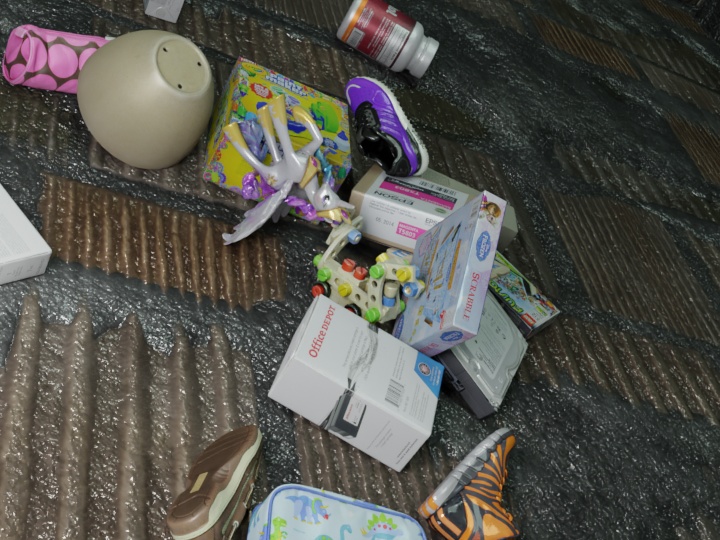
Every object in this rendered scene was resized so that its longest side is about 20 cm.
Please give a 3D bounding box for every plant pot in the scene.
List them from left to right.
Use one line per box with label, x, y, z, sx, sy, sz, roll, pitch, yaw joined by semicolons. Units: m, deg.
plant pot;-0.289;-0.264;1.468;0.199;0.134;0.203;16;63;-34

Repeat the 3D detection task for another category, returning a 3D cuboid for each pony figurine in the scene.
pony figurine;-0.112;-0.131;1.444;0.166;0.192;0.202;-38;104;-50

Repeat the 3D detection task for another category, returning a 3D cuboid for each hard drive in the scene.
hard drive;0.177;0.110;1.513;0.140;0.038;0.200;53;34;-7

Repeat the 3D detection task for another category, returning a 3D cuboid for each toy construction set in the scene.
toy construction set;0.000;0.000;1.439;0.091;0.132;0.200;-3;36;-38

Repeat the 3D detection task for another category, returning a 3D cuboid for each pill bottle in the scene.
pill bottle;0.059;-0.488;2.129;0.199;0.113;0.113;29;34;-8

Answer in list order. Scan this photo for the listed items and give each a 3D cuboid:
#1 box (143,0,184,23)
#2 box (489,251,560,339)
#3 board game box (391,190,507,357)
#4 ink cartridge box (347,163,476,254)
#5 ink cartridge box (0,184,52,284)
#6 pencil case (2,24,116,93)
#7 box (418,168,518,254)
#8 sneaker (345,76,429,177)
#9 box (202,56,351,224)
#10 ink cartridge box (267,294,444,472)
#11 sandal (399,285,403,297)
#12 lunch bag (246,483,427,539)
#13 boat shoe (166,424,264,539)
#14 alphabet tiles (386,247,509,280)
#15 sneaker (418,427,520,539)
box;-0.357;-0.559;1.865;0.060;0.117;0.201;11;41;-26
box;0.231;0.026;1.703;0.200;0.035;0.110;45;35;16
board game box;0.116;0.016;1.405;0.041;0.199;0.202;24;65;-17
ink cartridge box;0.087;-0.090;1.627;0.198;0.076;0.165;18;23;6
ink cartridge box;-0.489;-0.061;1.192;0.200;0.045;0.175;47;35;20
pencil case;-0.424;-0.312;1.516;0.198;0.094;0.091;-2;34;-42
box;0.174;-0.104;1.787;0.198;0.069;0.083;24;35;-15
sneaker;0.023;-0.233;1.655;0.099;0.070;0.201;-20;67;-42
box;-0.130;-0.206;1.609;0.198;0.123;0.194;21;35;-19
ink cartridge box;-0.002;0.142;1.315;0.199;0.085;0.145;31;33;-6
sandal;0.116;0.045;1.580;0.199;0.048;0.076;3;42;-54
lunch bag;-0.024;0.316;1.063;0.198;0.083;0.162;19;48;-21
boat shoe;-0.147;0.244;1.097;0.076;0.074;0.203;66;22;-15
alphabet tiles;0.131;-0.025;1.618;0.194;0.015;0.199;29;28;30
sneaker;0.162;0.289;1.294;0.112;0.078;0.200;45;46;9
